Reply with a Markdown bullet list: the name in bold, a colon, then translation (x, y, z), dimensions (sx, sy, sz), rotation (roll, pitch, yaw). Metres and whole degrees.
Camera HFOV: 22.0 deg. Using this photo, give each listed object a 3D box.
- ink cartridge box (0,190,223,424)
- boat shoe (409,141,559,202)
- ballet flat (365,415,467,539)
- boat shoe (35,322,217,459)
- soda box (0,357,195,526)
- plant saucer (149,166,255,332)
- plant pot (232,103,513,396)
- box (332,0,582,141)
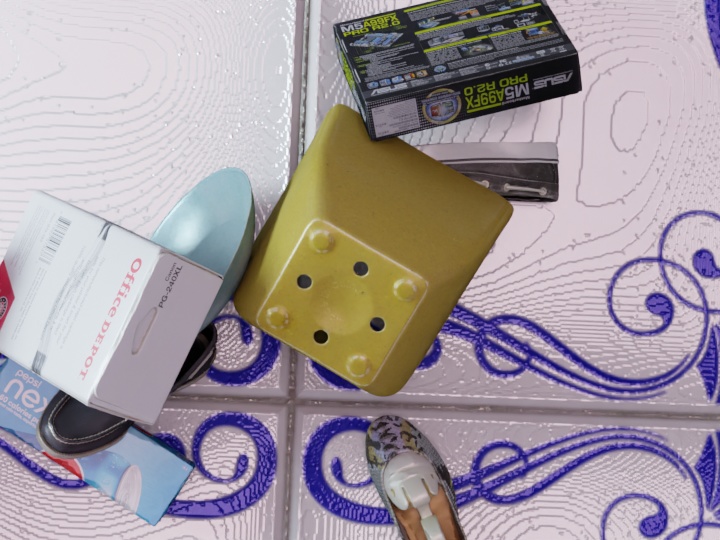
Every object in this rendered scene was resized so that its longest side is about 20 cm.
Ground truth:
- **ink cartridge box**: translation (-0.232, 0.031, 1.610), dimensions (0.083, 0.200, 0.145), rotation (27, 87, -46)
- **boat shoe**: translation (0.091, -0.086, 1.744), dimensions (0.200, 0.071, 0.064), rotation (-3, 86, -5)
- **ballet flat**: translation (0.063, 0.228, 1.729), dimensions (0.072, 0.072, 0.200), rotation (-22, 88, -4)
- **boat shoe**: translation (-0.209, 0.100, 1.678), dimensions (0.200, 0.063, 0.073), rotation (-32, 77, -36)
- **soda box**: translation (-0.254, 0.155, 1.718), dimensions (0.200, 0.064, 0.068), rotation (33, 86, 0)
- **plant saucer**: translation (-0.149, 0.001, 1.678), dimensions (0.039, 0.201, 0.201), rotation (34, 86, -26)
- **plant pot**: translation (0.000, 0.000, 1.641), dimensions (0.195, 0.200, 0.194), rotation (30, 110, -2)
- **box**: translation (0.087, -0.197, 1.709), dimensions (0.200, 0.160, 0.044), rotation (-14, 125, -5)
